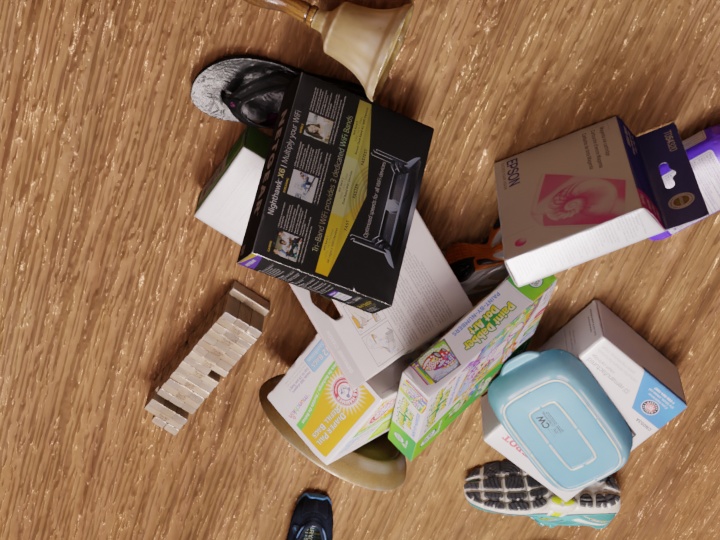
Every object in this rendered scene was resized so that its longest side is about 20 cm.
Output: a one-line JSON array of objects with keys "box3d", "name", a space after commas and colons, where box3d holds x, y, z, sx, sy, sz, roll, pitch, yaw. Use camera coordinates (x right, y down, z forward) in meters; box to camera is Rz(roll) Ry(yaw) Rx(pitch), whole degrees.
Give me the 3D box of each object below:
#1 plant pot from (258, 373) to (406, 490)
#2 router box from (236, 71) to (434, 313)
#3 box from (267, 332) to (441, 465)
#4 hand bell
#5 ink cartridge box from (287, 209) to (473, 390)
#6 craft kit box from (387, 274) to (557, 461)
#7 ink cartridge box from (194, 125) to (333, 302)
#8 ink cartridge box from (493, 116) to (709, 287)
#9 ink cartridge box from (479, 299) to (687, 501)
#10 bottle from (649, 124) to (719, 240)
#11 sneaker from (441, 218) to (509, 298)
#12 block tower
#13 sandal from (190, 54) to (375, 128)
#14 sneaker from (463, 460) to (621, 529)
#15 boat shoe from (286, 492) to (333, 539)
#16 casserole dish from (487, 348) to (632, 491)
[{"box3d": [-0.026, 0.178, 1.458, 0.199, 0.200, 0.028, 28, 107, -14], "name": "plant pot"}, {"box3d": [-0.023, -0.077, 1.277, 0.156, 0.202, 0.052, 21, 161, -19], "name": "router box"}, {"box3d": [0.007, 0.119, 1.404, 0.101, 0.199, 0.113, 46, 118, 14], "name": "box"}, {"box3d": [-0.056, -0.259, 1.272, 0.198, 0.104, 0.105, 24, 120, 2], "name": "hand bell"}, {"box3d": [0.000, 0.000, 1.325, 0.201, 0.175, 0.045, 59, 153, -1], "name": "ink cartridge box"}, {"box3d": [0.117, 0.098, 1.370, 0.049, 0.197, 0.201, 46, 160, 18], "name": "craft kit box"}, {"box3d": [-0.072, -0.058, 1.395, 0.199, 0.060, 0.104, 33, 116, -16], "name": "ink cartridge box"}, {"box3d": [0.236, -0.084, 1.284, 0.198, 0.197, 0.044, -22, 120, 15], "name": "ink cartridge box"}, {"box3d": [0.260, 0.157, 1.493, 0.145, 0.084, 0.200, 37, 116, -18], "name": "ink cartridge box"}, {"box3d": [0.378, -0.110, 1.338, 0.199, 0.066, 0.084, -30, 116, 19], "name": "bottle"}, {"box3d": [0.150, 0.007, 1.419, 0.199, 0.076, 0.092, -31, 126, 25], "name": "sneaker"}, {"box3d": [-0.186, 0.107, 1.503, 0.054, 0.058, 0.200, 32, 116, -17], "name": "block tower"}, {"box3d": [-0.082, -0.180, 1.329, 0.198, 0.048, 0.076, 7, 121, -2], "name": "sandal"}, {"box3d": [0.226, 0.294, 1.587, 0.197, 0.078, 0.080, 7, 135, 2], "name": "sneaker"}, {"box3d": [-0.076, 0.385, 1.656, 0.083, 0.069, 0.202, 0, 121, 3], "name": "boat shoe"}, {"box3d": [0.229, 0.178, 1.437, 0.120, 0.039, 0.201, -31, 112, 19], "name": "casserole dish"}]
